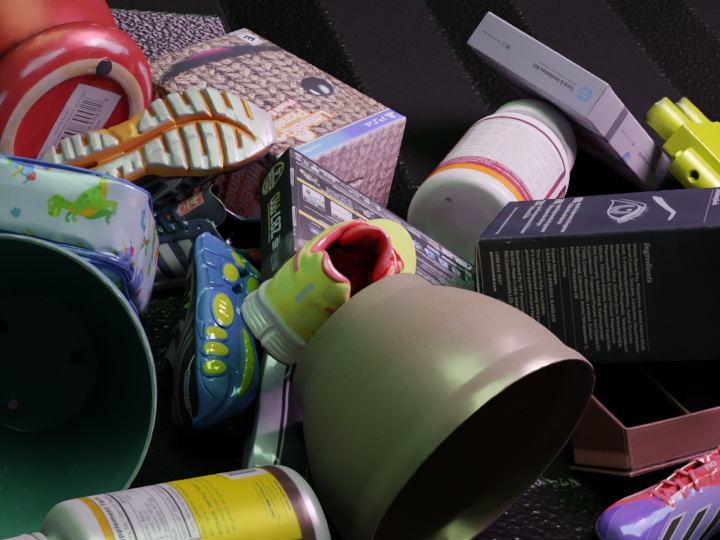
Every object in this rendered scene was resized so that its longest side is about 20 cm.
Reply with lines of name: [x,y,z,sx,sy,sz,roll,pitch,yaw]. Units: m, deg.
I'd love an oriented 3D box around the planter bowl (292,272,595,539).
planter bowl: [0.039,0.089,1.160,0.199,0.201,0.135,-19,54,-41]

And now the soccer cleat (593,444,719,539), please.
soccer cleat: [0.251,0.160,1.269,0.198,0.074,0.068,-11,40,-33]

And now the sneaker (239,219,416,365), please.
sneaker: [0.000,0.000,1.217,0.078,0.090,0.200,47,30,3]

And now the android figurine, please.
android figurine: [0.357,-0.085,1.667,0.200,0.041,0.182,49,24,14]

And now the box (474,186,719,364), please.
box: [0.201,0.004,1.358,0.198,0.106,0.148,-3,13,17]

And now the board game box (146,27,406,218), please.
board game box: [-0.090,-0.116,1.547,0.199,0.098,0.159,31,36,26]

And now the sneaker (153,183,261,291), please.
sneaker: [-0.150,-0.031,1.404,0.198,0.085,0.075,3,33,-16]

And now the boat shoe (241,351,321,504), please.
boat shoe: [-0.043,0.096,1.259,0.067,0.074,0.200,15,30,-7]

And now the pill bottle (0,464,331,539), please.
pill bottle: [-0.123,0.186,1.056,0.198,0.110,0.109,-7,37,-28]

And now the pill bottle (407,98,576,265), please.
pill bottle: [0.123,-0.074,1.550,0.109,0.111,0.200,21,33,13]

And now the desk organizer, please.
desk organizer: [0.254,0.098,1.338,0.198,0.078,0.071,-10,4,-32]

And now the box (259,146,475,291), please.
box: [0.012,0.005,1.372,0.199,0.049,0.162,32,24,-22]

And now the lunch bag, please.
lunch bag: [-0.230,-0.018,1.266,0.159,0.200,0.083,12,75,-1]

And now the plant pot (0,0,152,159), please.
plant pot: [-0.288,-0.167,1.460,0.199,0.202,0.183,-14,45,-37]

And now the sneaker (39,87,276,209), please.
sneaker: [-0.165,-0.088,1.428,0.198,0.077,0.079,-14,62,-4]

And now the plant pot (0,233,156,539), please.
plant pot: [-0.227,0.070,1.147,0.198,0.202,0.135,12,6,-3]

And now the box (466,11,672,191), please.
box: [0.204,-0.158,1.672,0.156,0.041,0.200,38,3,33]

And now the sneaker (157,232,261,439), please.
sneaker: [-0.117,0.045,1.297,0.071,0.083,0.201,36,30,-25]
